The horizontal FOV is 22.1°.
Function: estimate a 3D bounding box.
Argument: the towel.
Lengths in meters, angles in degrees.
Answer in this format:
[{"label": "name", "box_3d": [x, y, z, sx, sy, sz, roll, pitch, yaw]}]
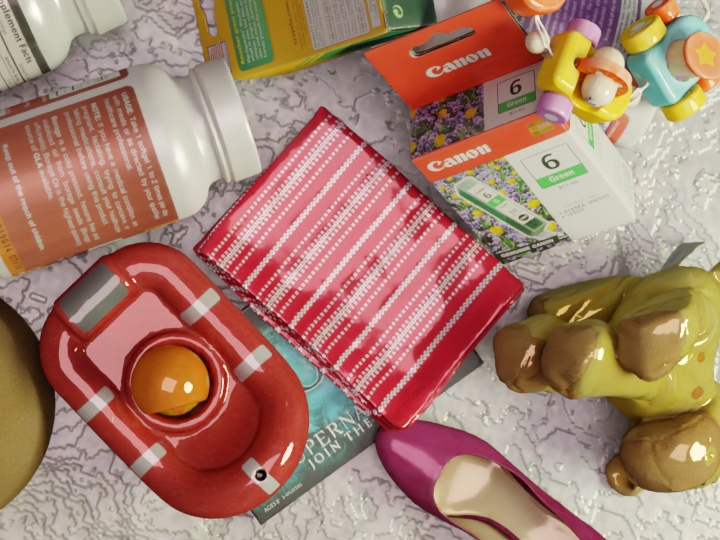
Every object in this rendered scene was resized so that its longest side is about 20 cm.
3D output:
[{"label": "towel", "box_3d": [0.000, 0.000, 1.302, 0.200, 0.022, 0.145, 42, 84, 3]}]

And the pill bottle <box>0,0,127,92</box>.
[{"label": "pill bottle", "box_3d": [-0.269, -0.175, 1.261, 0.200, 0.116, 0.117, -24, 92, -5]}]

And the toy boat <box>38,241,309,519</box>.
[{"label": "toy boat", "box_3d": [-0.124, 0.077, 1.239, 0.131, 0.131, 0.200, -44, 91, -2]}]

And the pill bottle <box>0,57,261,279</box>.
[{"label": "pill bottle", "box_3d": [-0.175, -0.076, 1.272, 0.200, 0.112, 0.112, -19, 92, -4]}]

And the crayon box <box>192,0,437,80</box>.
[{"label": "crayon box", "box_3d": [-0.040, -0.207, 1.270, 0.051, 0.200, 0.126, -13, 92, -41]}]

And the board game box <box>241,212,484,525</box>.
[{"label": "board game box", "box_3d": [-0.030, 0.070, 1.327, 0.200, 0.028, 0.135, -36, 93, -4]}]

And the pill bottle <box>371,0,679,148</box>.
[{"label": "pill bottle", "box_3d": [0.113, -0.166, 1.297, 0.199, 0.111, 0.112, 17, 89, -5]}]

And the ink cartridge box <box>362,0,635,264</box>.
[{"label": "ink cartridge box", "box_3d": [0.096, -0.089, 1.250, 0.109, 0.200, 0.050, -19, 48, 25]}]

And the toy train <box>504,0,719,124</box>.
[{"label": "toy train", "box_3d": [0.170, -0.169, 1.193, 0.200, 0.056, 0.151, 1, 87, -33]}]

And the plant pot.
[{"label": "plant pot", "box_3d": [-0.305, 0.095, 1.218, 0.186, 0.200, 0.187, 0, 90, -4]}]

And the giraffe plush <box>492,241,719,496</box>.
[{"label": "giraffe plush", "box_3d": [0.210, 0.087, 1.303, 0.200, 0.172, 0.163, -26, 105, -38]}]

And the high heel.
[{"label": "high heel", "box_3d": [0.101, 0.167, 1.296, 0.200, 0.096, 0.068, 29, 89, -10]}]
